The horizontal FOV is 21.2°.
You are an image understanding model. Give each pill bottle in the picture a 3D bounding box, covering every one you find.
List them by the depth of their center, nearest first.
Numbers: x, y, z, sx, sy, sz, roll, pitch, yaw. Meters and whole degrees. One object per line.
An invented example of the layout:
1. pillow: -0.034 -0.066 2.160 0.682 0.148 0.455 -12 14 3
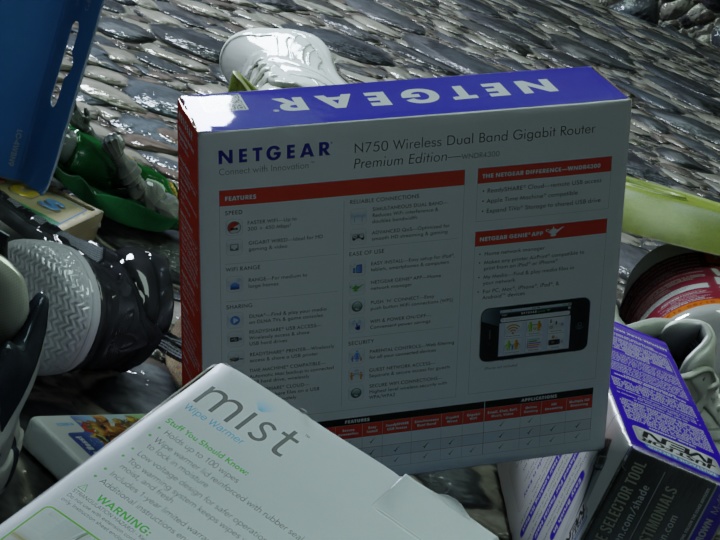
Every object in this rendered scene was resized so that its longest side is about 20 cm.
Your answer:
1. pill bottle: 0.234 0.049 1.329 0.109 0.110 0.200 22 17 -4

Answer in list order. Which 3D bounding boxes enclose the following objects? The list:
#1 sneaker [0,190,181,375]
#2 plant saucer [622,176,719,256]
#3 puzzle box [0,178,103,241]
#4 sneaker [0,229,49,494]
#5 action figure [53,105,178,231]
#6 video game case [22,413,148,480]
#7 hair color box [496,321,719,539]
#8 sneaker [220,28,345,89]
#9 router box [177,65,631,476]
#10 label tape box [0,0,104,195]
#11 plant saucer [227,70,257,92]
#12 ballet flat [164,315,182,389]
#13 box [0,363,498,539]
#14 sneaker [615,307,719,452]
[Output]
1. sneaker: -0.172 0.000 1.004 0.200 0.076 0.114 35 12 39
2. plant saucer: 0.205 -0.046 1.393 0.199 0.031 0.200 14 7 -2
3. puzzle box: -0.261 -0.055 1.122 0.199 0.026 0.133 26 16 7
4. sneaker: -0.167 0.031 0.801 0.079 0.130 0.199 23 16 -3
5. action figure: -0.174 -0.071 1.211 0.200 0.055 0.118 30 3 -37
6. video game case: -0.044 0.111 0.921 0.143 0.018 0.199 37 21 36
7. hair color box: 0.127 0.107 1.003 0.065 0.110 0.200 23 17 -7
8. sneaker: -0.060 -0.145 1.565 0.099 0.078 0.200 0 27 -46
9. router box: 0.019 0.005 0.880 0.199 0.180 0.049 -5 25 -15
10. label tape box: -0.225 -0.138 1.075 0.066 0.144 0.200 11 10 -39
11. plant saucer: 0.000 0.000 1.134 0.200 0.048 0.200 53 7 37
12. ballet flat: -0.070 0.019 1.080 0.068 0.068 0.200 12 18 -6
13. box: -0.028 0.146 0.578 0.199 0.097 0.176 31 44 24
14. sneaker: 0.193 0.079 1.162 0.199 0.099 0.078 23 27 -38
